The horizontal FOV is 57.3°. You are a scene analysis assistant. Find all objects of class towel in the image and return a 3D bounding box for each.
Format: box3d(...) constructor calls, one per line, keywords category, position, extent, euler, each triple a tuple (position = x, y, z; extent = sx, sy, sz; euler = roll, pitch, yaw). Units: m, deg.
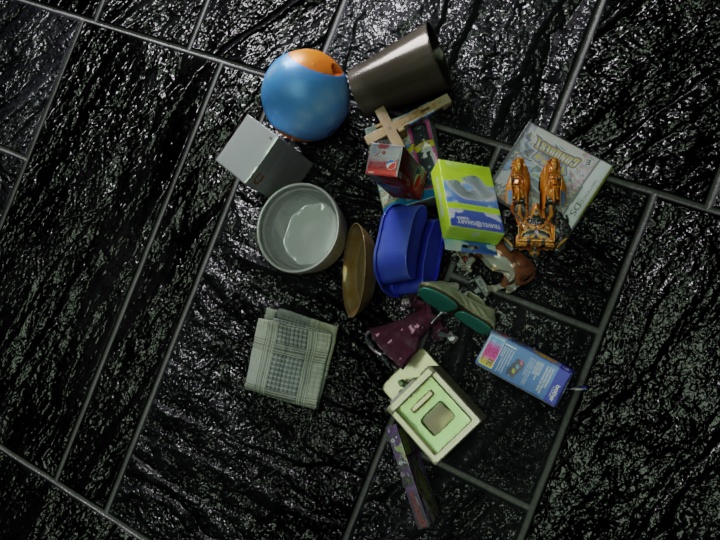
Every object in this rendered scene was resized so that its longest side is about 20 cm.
box3d(category="towel", position=(-0.159, 0.194, 1.491), extent=(0.191, 0.035, 0.202), euler=(12, 86, 20))

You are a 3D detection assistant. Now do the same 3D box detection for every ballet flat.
box3d(category="ballet flat", position=(0.195, 0.061, 1.332), extent=(0.067, 0.199, 0.063), euler=(-26, 38, 51))

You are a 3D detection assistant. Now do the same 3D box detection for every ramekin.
box3d(category="ramekin", position=(-0.123, -0.087, 1.482), extent=(0.198, 0.105, 0.202), euler=(-3, 81, 18))

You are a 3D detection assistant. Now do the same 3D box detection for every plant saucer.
box3d(category="plant saucer", position=(0.000, 0.000, 1.403), extent=(0.035, 0.200, 0.202), euler=(3, 82, -14))

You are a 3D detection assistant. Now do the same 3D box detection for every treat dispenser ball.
box3d(category="treat dispenser ball", position=(-0.122, -0.389, 1.473), extent=(0.199, 0.201, 0.203), euler=(-3, 82, 18))

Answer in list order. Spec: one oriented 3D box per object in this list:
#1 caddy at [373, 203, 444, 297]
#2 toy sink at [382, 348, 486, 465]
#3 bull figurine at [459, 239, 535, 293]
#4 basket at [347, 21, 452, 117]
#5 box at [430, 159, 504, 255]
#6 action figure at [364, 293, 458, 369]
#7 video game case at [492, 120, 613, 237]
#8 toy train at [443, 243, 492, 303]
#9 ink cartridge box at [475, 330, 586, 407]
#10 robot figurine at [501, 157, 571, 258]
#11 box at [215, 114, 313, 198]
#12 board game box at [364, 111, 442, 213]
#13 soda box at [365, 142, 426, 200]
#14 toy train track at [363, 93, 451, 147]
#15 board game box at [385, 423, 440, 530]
box3d(category="caddy", position=(0.092, -0.043, 1.361), extent=(0.104, 0.141, 0.201), euler=(-4, 64, 39))
box3d(category="toy sink", position=(0.138, 0.270, 1.342), extent=(0.130, 0.112, 0.200), euler=(-44, 72, 7))
box3d(category="bull figurine", position=(0.265, -0.034, 1.350), extent=(0.199, 0.065, 0.121), euler=(35, 55, 13))
box3d(category="basket", position=(0.084, -0.430, 1.449), extent=(0.199, 0.136, 0.181), euler=(-20, 44, 21))
box3d(category="box", position=(0.216, -0.129, 1.330), extent=(0.121, 0.048, 0.201), euler=(6, 55, -16))
box3d(category="action figure", position=(0.119, 0.124, 1.390), extent=(0.199, 0.149, 0.134), euler=(-36, 84, -10))
box3d(category="video game case", position=(0.388, -0.186, 1.370), extent=(0.199, 0.025, 0.181), euler=(34, 94, 19))
box3d(category="toy train", position=(0.218, -0.022, 1.398), extent=(0.046, 0.034, 0.201), euler=(-34, 74, 7))
box3d(category="ink cartridge box", position=(0.334, 0.194, 1.275), extent=(0.199, 0.136, 0.077), euler=(30, 95, 19))
box3d(category="robot figurine", position=(0.348, -0.125, 1.319), extent=(0.144, 0.058, 0.202), euler=(1, 74, 10))
box3d(category="box", position=(-0.210, -0.243, 1.482), extent=(0.097, 0.200, 0.125), euler=(38, 94, 19))
box3d(category="board game box", position=(0.105, -0.235, 1.450), extent=(0.146, 0.064, 0.202), euler=(-16, 79, 16))
box3d(category="soda box", position=(0.074, -0.194, 1.315), extent=(0.069, 0.200, 0.064), euler=(9, 86, 20))
box3d(category="toy train track", position=(0.103, -0.318, 1.417), extent=(0.199, 0.033, 0.115), euler=(-27, 67, 6))
box3d(category="board game box", position=(0.107, 0.406, 1.329), extent=(0.032, 0.120, 0.201), euler=(-23, 75, 17))
